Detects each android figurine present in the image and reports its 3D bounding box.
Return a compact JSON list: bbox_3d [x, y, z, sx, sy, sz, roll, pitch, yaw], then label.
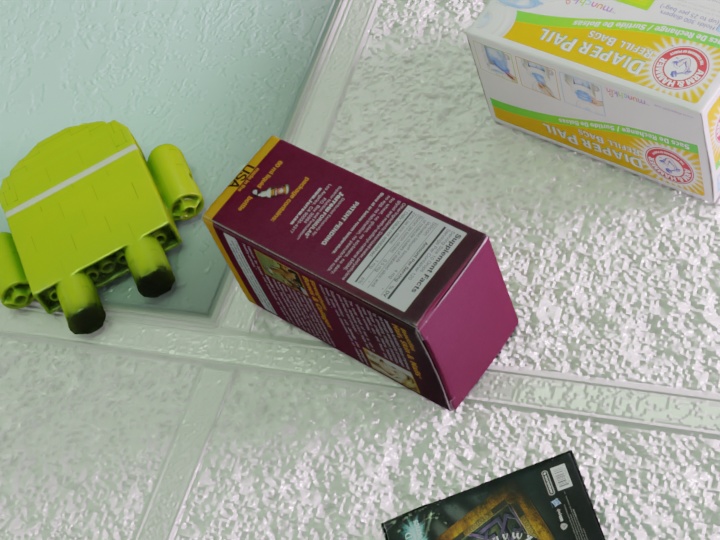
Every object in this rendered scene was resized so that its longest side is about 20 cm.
[{"bbox_3d":[-0.219,-0.043,1.177,0.181,0.041,0.201,-30,52,-2],"label":"android figurine"}]

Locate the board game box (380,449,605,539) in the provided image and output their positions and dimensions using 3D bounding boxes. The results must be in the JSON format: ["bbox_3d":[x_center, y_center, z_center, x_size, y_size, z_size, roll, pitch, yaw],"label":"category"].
[{"bbox_3d":[0.099,0.220,0.885,0.134,0.028,0.201,-21,52,5],"label":"board game box"}]

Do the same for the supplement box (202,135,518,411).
[{"bbox_3d":[0.000,0.000,1.024,0.199,0.111,0.086,27,67,32],"label":"supplement box"}]

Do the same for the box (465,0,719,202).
[{"bbox_3d":[0.194,-0.149,1.066,0.199,0.102,0.113,25,67,32],"label":"box"}]
